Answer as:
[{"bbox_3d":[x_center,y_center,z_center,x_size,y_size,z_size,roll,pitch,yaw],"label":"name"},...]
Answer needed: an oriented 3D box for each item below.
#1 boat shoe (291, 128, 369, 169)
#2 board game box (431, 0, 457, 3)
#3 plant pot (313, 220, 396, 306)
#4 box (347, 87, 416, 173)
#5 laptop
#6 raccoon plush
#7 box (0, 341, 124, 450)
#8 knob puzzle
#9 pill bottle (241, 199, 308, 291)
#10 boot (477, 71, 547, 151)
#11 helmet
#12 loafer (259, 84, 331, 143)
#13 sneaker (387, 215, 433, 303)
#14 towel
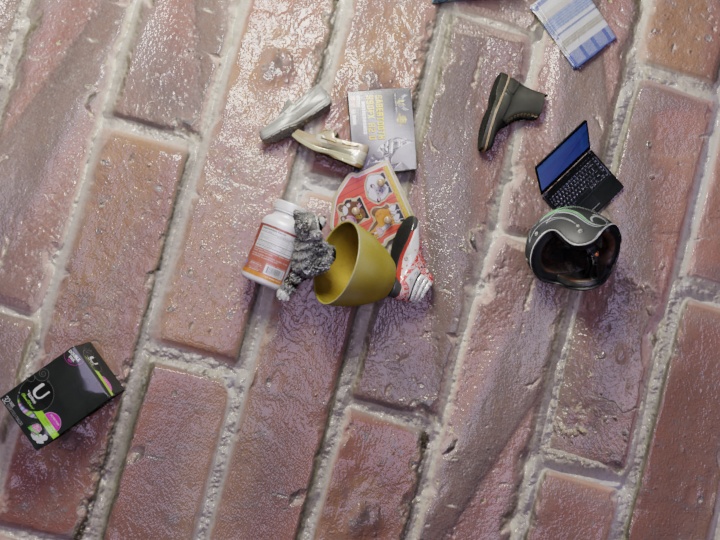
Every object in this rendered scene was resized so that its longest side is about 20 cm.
[{"bbox_3d":[-0.071,-0.304,1.626,0.199,0.072,0.065,25,97,19],"label":"boat shoe"},{"bbox_3d":[0.274,-0.734,1.665,0.198,0.105,0.104,-7,88,-5],"label":"board game box"},{"bbox_3d":[0.000,0.000,1.595,0.141,0.200,0.202,18,87,-29],"label":"plant pot"},{"bbox_3d":[0.052,-0.338,1.665,0.157,0.048,0.202,-4,88,-3],"label":"box"},{"bbox_3d":[0.538,-0.227,1.663,0.177,0.103,0.200,-42,91,-3],"label":"laptop"},{"bbox_3d":[-0.138,-0.037,1.527,0.096,0.134,0.201,16,65,39],"label":"raccoon plush"},{"bbox_3d":[-0.678,0.283,1.561,0.199,0.124,0.149,-35,92,-5],"label":"box"},{"bbox_3d":[0.017,-0.144,1.642,0.217,0.030,0.222,-1,103,-5],"label":"knob puzzle"},{"bbox_3d":[-0.196,-0.060,1.609,0.111,0.112,0.202,22,86,-2],"label":"pill bottle"},{"bbox_3d":[0.377,-0.373,1.676,0.137,0.077,0.202,19,88,-7],"label":"boot"},{"bbox_3d":[0.494,-0.058,1.611,0.199,0.190,0.202,-17,116,-41],"label":"helmet"},{"bbox_3d":[-0.163,-0.379,1.648,0.199,0.070,0.070,-34,83,-10],"label":"loafer"},{"bbox_3d":[0.129,-0.022,1.643,0.107,0.067,0.203,19,82,-29],"label":"sneaker"},{"bbox_3d":[0.536,-0.627,1.718,0.146,0.024,0.201,-38,92,-6],"label":"towel"}]
